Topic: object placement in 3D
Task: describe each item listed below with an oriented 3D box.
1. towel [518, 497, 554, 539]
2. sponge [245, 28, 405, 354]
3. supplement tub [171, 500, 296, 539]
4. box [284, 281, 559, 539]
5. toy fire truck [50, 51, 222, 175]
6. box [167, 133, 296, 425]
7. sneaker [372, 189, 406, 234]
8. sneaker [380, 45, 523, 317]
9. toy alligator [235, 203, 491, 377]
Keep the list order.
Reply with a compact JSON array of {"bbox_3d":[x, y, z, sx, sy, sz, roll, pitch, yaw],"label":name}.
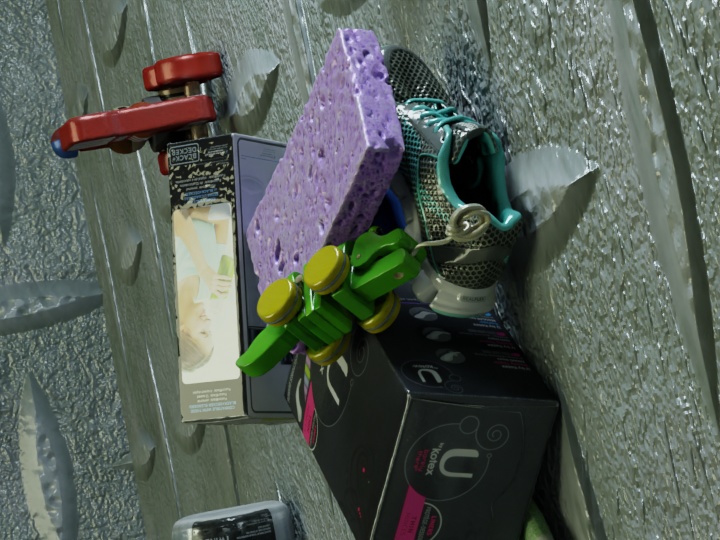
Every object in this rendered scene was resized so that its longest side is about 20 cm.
[{"bbox_3d":[0.110,0.202,1.538,0.200,0.031,0.149,-115,22,-53],"label":"towel"},{"bbox_3d":[-0.025,-0.049,1.525,0.200,0.030,0.112,116,151,-43],"label":"sponge"},{"bbox_3d":[-0.113,0.335,2.336,0.123,0.122,0.201,164,96,-77],"label":"supplement tub"},{"bbox_3d":[0.034,0.085,1.529,0.200,0.106,0.123,-123,42,-58],"label":"box"},{"bbox_3d":[-0.220,-0.146,2.332,0.200,0.168,0.112,179,81,-76],"label":"toy fire truck"},{"bbox_3d":[-0.077,0.009,1.678,0.117,0.060,0.201,9,-103,-58],"label":"box"},{"bbox_3d":[0.015,0.024,1.692,0.082,0.074,0.200,134,124,-71],"label":"sneaker"},{"bbox_3d":[0.057,-0.073,1.490,0.091,0.077,0.200,-57,45,47],"label":"sneaker"},{"bbox_3d":[0.000,0.000,1.459,0.059,0.200,0.054,38,-150,-33],"label":"toy alligator"}]
